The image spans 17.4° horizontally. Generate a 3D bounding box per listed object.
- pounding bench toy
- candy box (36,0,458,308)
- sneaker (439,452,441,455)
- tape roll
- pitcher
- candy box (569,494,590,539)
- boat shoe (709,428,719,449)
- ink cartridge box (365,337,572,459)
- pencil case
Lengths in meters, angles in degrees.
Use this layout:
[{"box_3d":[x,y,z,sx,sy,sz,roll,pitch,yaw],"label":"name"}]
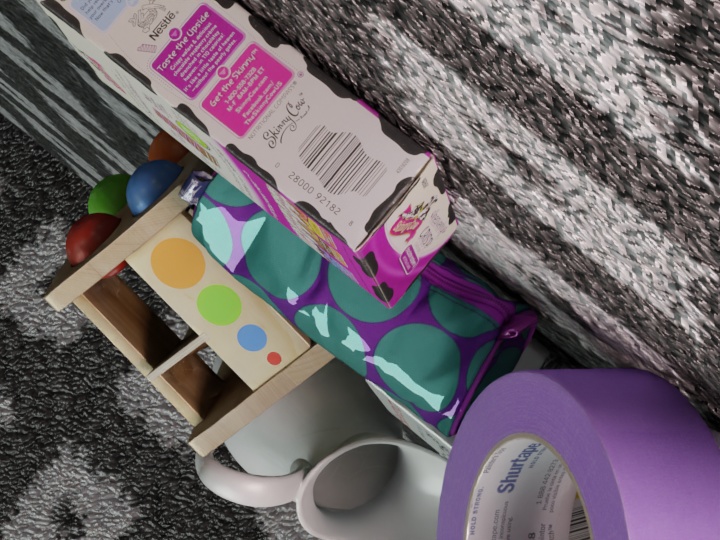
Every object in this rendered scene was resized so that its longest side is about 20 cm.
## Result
[{"box_3d":[-0.088,-0.018,1.467,0.156,0.124,0.200,46,-155,-13],"label":"pounding bench toy"},{"box_3d":[-0.050,-0.075,1.138,0.200,0.061,0.136,38,175,13],"label":"candy box"},{"box_3d":[0.078,0.113,1.608,0.200,0.099,0.078,40,175,-1],"label":"sneaker"},{"box_3d":[0.110,0.149,1.168,0.066,0.200,0.200,-1,-166,-25],"label":"tape roll"},{"box_3d":[-0.047,0.100,1.545,0.171,0.121,0.200,9,-157,-28],"label":"pitcher"},{"box_3d":[0.119,0.207,1.294,0.026,0.102,0.200,36,-141,-74],"label":"candy box"},{"box_3d":[0.218,0.149,1.125,0.200,0.066,0.070,37,174,28],"label":"boat shoe"},{"box_3d":[0.107,0.103,1.405,0.200,0.084,0.144,39,176,12],"label":"ink cartridge box"},{"box_3d":[0.000,0.000,1.290,0.200,0.085,0.092,38,131,13],"label":"pencil case"}]
